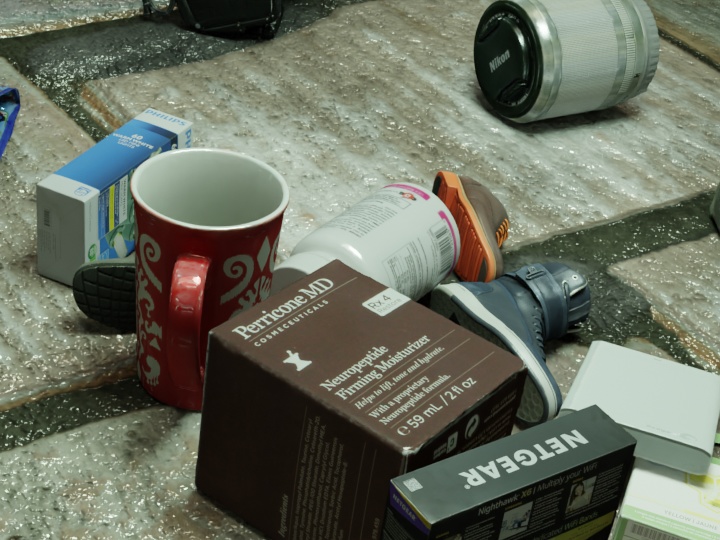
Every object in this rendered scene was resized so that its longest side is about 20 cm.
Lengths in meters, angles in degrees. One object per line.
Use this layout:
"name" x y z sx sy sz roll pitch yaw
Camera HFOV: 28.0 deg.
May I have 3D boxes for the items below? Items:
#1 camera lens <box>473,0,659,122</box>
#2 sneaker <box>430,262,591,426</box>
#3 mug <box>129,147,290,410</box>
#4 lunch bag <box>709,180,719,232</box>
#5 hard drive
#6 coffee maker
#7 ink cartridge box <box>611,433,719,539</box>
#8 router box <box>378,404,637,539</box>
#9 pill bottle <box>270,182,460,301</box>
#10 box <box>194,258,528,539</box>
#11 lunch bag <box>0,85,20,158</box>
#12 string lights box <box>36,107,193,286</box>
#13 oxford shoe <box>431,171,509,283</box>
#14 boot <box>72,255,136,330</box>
"camera lens" 0.255 -0.277 1.826 0.199 0.161 0.160 -12 39 -29
"sneaker" 0.175 0.062 1.374 0.145 0.077 0.202 -10 37 -22
"mug" -0.150 0.020 1.249 0.133 0.201 0.177 25 37 22
"lunch bag" 0.509 -0.062 1.605 0.199 0.118 0.164 0 33 -4
"hard drive" 0.257 0.119 1.307 0.131 0.026 0.200 16 18 13
"coffee maker" -0.170 -0.415 1.958 0.191 0.135 0.200 14 33 8
"ink cartridge box" 0.308 0.186 1.250 0.145 0.048 0.200 16 37 12
"router box" 0.103 0.200 1.079 0.199 0.158 0.052 -15 40 -32
"pill bottle" 0.000 0.000 1.393 0.113 0.114 0.200 26 37 25
"box" -0.003 0.126 1.157 0.199 0.165 0.166 29 38 27
"lunch bag" -0.463 -0.177 1.586 0.150 0.095 0.200 3 24 -4
"string lights box" -0.245 -0.076 1.458 0.059 0.103 0.200 19 35 18
"oxford shoe" 0.130 -0.046 1.536 0.072 0.071 0.200 5 33 -14
"boot" -0.195 -0.004 1.409 0.199 0.068 0.131 0 29 -27
